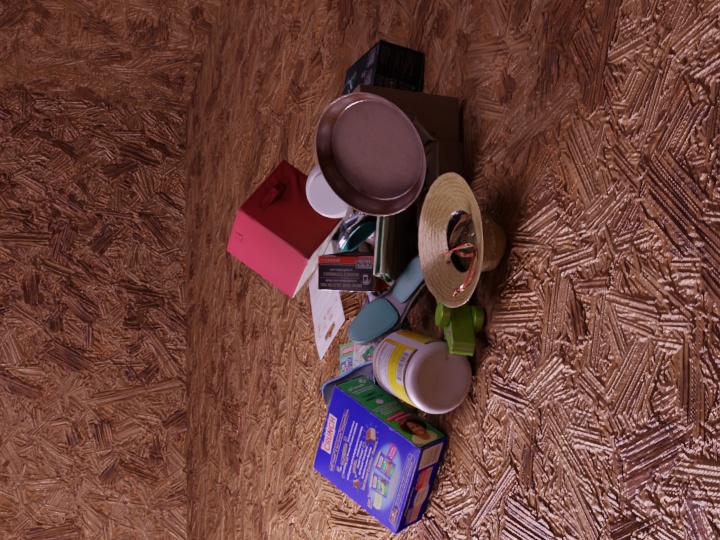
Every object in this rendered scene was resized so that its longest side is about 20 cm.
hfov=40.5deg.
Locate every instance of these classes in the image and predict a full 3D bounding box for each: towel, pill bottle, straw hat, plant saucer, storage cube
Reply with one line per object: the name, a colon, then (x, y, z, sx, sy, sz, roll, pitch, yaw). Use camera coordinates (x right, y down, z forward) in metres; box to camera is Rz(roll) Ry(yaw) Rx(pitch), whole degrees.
towel: (0.056, -0.050, 1.665, 0.200, 0.023, 0.154, 32, -120, -74)
pill bottle: (-0.045, -0.164, 1.894, 0.200, 0.112, 0.114, -67, -11, -74)
straw hat: (0.164, -0.041, 1.420, 0.201, 0.084, 0.203, 180, 90, -67)
plant saucer: (0.020, -0.185, 1.532, 0.034, 0.199, 0.201, -39, -25, -51)
storage cube: (-0.153, -0.087, 2.062, 0.171, 0.179, 0.200, -52, -4, -33)
pill bottle: (0.088, 0.154, 1.540, 0.200, 0.108, 0.110, -167, 84, -70)

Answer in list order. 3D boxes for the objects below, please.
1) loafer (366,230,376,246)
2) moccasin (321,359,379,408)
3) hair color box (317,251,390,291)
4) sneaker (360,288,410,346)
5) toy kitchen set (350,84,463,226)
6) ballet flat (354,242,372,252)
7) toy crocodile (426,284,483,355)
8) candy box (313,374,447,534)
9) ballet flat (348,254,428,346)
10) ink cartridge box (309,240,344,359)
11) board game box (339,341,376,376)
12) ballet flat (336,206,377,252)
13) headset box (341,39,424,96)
loafer: (0.036, -0.132, 1.814, 0.073, 0.070, 0.201, -115, 36, -54)
moccasin: (0.014, 0.208, 1.746, 0.200, 0.080, 0.069, -33, 61, 43)
hair color box: (0.000, 0.000, 1.699, 0.200, 0.101, 0.062, -16, -73, -76)
sneaker: (0.038, 0.111, 1.738, 0.200, 0.074, 0.088, -100, 33, -60)
toy kitchen set: (0.055, -0.174, 1.618, 0.163, 0.179, 0.202, 148, 124, -67)
ballet flat: (-0.009, -0.045, 1.951, 0.201, 0.046, 0.068, -111, 33, -51)
toy crocodile: (0.140, 0.049, 1.489, 0.062, 0.067, 0.201, 109, 159, -46)
candy box: (0.028, 0.297, 1.598, 0.199, 0.077, 0.170, 32, 118, 34)
ballet flat: (0.066, 0.055, 1.625, 0.200, 0.075, 0.068, -48, 61, 16)
ink cartridge box: (-0.055, 0.063, 2.058, 0.160, 0.047, 0.201, 120, 147, -47)
board game box: (0.004, 0.199, 1.877, 0.200, 0.029, 0.136, 152, 122, -67)
ballet flat: (0.016, -0.112, 1.771, 0.200, 0.074, 0.075, -42, 41, 31)
headset box: (0.027, -0.308, 1.830, 0.200, 0.092, 0.176, 160, 121, -67)
